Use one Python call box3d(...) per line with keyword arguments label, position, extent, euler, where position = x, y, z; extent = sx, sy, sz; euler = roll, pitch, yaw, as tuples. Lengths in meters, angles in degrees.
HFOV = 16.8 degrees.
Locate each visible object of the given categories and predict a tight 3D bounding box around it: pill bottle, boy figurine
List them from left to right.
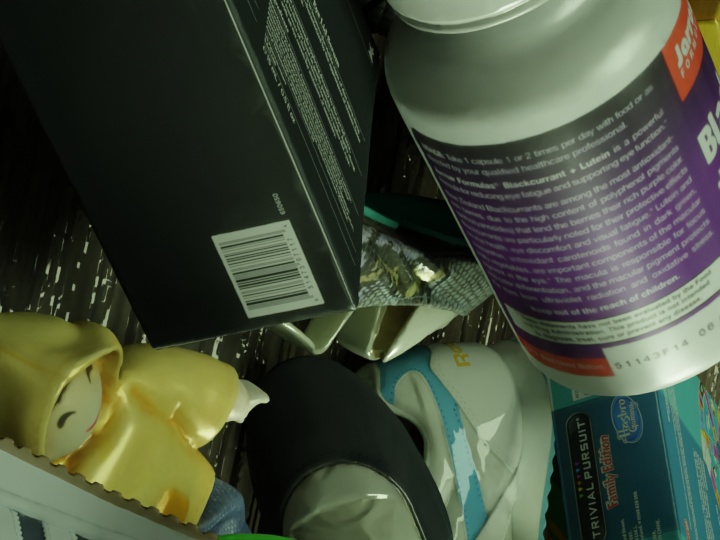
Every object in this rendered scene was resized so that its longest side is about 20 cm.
box3d(label="boy figurine", position=(-0.076, 0.076, 0.829), extent=(0.125, 0.064, 0.201), euler=(-50, 138, -24))
box3d(label="pill bottle", position=(0.075, -0.059, 0.890), extent=(0.112, 0.111, 0.201), euler=(-59, 136, -33))

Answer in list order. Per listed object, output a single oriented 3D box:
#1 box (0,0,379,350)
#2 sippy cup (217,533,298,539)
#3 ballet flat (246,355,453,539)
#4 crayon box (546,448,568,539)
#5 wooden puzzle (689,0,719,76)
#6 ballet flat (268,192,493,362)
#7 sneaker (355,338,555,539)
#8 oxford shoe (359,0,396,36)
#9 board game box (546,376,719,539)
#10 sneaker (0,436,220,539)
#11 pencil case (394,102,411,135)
box3d(label="box", position=(-0.060, -0.098, 0.774), extent=(0.142, 0.078, 0.201), euler=(-81, 155, -49))
box3d(label="sippy cup", position=(-0.037, 0.178, 0.786), extent=(0.140, 0.177, 0.131), euler=(63, 2, -41))
box3d(label="ballet flat", position=(0.010, 0.130, 0.927), extent=(0.073, 0.073, 0.201), euler=(-32, 106, -51))
box3d(label="crayon box", position=(0.121, 0.175, 1.098), extent=(0.201, 0.051, 0.126), euler=(-81, 156, -52))
box3d(label="wooden puzzle", position=(0.168, -0.089, 1.082), extent=(0.201, 0.037, 0.185), euler=(68, 29, -30))
box3d(label="ballet flat", position=(0.000, 0.000, 0.940), extent=(0.200, 0.072, 0.073), euler=(9, 87, -62))
box3d(label="sneaker", position=(0.032, 0.130, 1.000), extent=(0.080, 0.076, 0.202), euler=(-2, 91, -25))
box3d(label="oxford shoe", position=(-0.009, -0.189, 0.904), extent=(0.085, 0.072, 0.201), euler=(-73, 152, -43))
box3d(label="board game box", position=(0.137, 0.125, 1.014), extent=(0.200, 0.047, 0.152), euler=(50, 29, -50))
box3d(label="sneaker", position=(-0.095, 0.117, 0.718), extent=(0.070, 0.199, 0.109), euler=(112, 4, -69))
box3d(label="pencil case", position=(0.091, -0.052, 1.057), extent=(0.200, 0.082, 0.087), euler=(35, 65, -55))
